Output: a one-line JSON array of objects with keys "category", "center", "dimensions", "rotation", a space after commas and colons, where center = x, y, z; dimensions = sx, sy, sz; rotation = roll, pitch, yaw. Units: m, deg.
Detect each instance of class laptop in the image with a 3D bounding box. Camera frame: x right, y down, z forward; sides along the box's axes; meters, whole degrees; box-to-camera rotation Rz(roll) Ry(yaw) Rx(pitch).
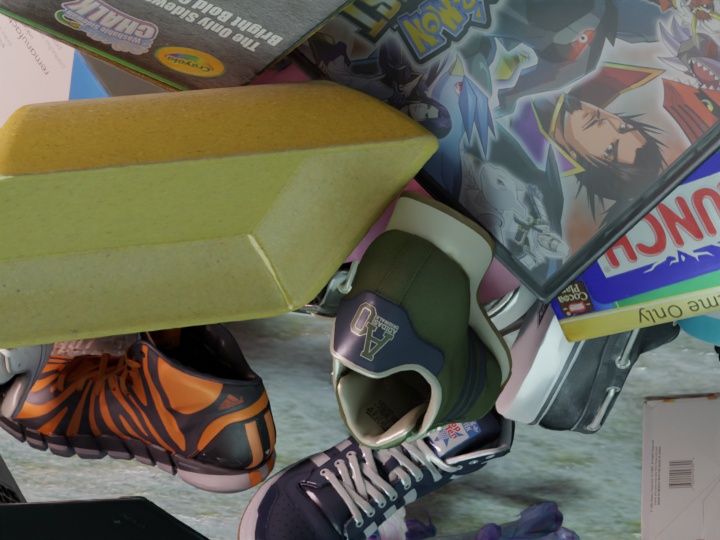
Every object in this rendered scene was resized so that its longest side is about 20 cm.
[{"category": "laptop", "center": [-0.182, 0.115, 1.337], "dimensions": [0.116, 0.200, 0.187], "rotation": [-36, 153, 3]}]

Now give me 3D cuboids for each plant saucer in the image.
[{"category": "plant saucer", "center": [-0.092, -0.028, 0.998], "dimensions": [0.200, 0.049, 0.200], "rotation": [-6, 159, -23]}]

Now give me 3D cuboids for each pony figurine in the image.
[{"category": "pony figurine", "center": [0.046, 0.205, 1.530], "dimensions": [0.200, 0.167, 0.193], "rotation": [-4, 159, -13]}]

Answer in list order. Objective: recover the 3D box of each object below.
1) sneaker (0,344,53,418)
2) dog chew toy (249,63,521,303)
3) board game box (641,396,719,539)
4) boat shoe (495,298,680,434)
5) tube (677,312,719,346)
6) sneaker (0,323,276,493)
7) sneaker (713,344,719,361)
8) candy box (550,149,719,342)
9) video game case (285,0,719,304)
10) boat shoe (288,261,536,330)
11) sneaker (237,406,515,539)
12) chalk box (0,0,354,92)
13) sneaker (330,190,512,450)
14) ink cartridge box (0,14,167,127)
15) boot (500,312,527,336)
[{"category": "sneaker", "center": [-0.205, 0.014, 1.291], "dimensions": [0.074, 0.087, 0.200], "rotation": [3, 148, 7]}, {"category": "dog chew toy", "center": [-0.002, -0.053, 1.117], "dimensions": [0.200, 0.125, 0.125], "rotation": [11, 150, 6]}, {"category": "board game box", "center": [0.250, 0.172, 1.459], "dimensions": [0.103, 0.105, 0.200], "rotation": [-5, 148, 16]}, {"category": "boat shoe", "center": [0.134, 0.011, 1.147], "dimensions": [0.068, 0.072, 0.200], "rotation": [17, 128, -9]}, {"category": "tube", "center": [0.188, -0.062, 1.059], "dimensions": [0.077, 0.050, 0.200], "rotation": [4, 113, -5]}, {"category": "sneaker", "center": [-0.143, 0.059, 1.381], "dimensions": [0.200, 0.078, 0.112], "rotation": [11, 130, 16]}, {"category": "sneaker", "center": [0.246, 0.029, 1.129], "dimensions": [0.079, 0.074, 0.200], "rotation": [-31, 174, -28]}, {"category": "candy box", "center": [0.136, -0.082, 0.993], "dimensions": [0.169, 0.077, 0.200], "rotation": [-15, 111, 30]}, {"category": "video game case", "center": [0.077, -0.106, 0.945], "dimensions": [0.181, 0.026, 0.200], "rotation": [43, 127, -2]}, {"category": "boat shoe", "center": [0.000, 0.000, 1.208], "dimensions": [0.200, 0.071, 0.064], "rotation": [0, 173, 32]}, {"category": "sneaker", "center": [0.016, 0.121, 1.369], "dimensions": [0.108, 0.200, 0.070], "rotation": [-35, 87, 43]}, {"category": "chalk box", "center": [-0.074, -0.161, 0.943], "dimensions": [0.124, 0.124, 0.200], "rotation": [23, 146, -29]}, {"category": "sneaker", "center": [0.020, 0.044, 1.042], "dimensions": [0.067, 0.090, 0.200], "rotation": [26, 160, 16]}, {"category": "ink cartridge box", "center": [-0.156, -0.069, 1.107], "dimensions": [0.116, 0.067, 0.200], "rotation": [55, 139, 3]}, {"category": "boot", "center": [0.122, 0.016, 1.257], "dimensions": [0.200, 0.064, 0.186], "rotation": [-26, 124, 37]}]
